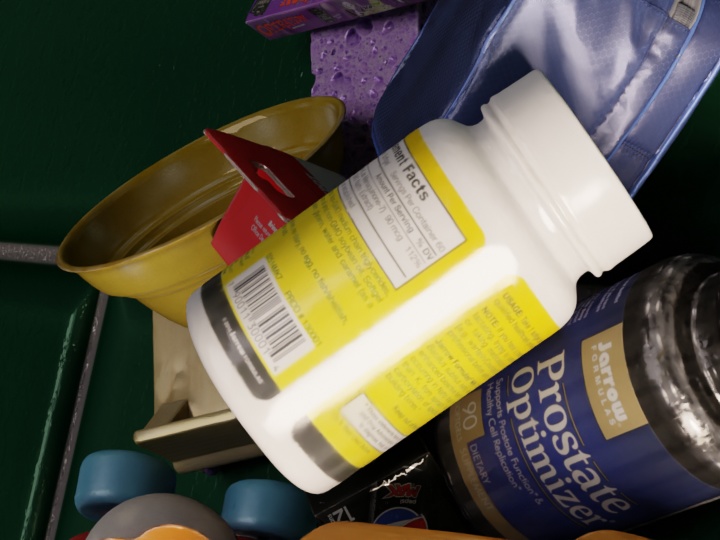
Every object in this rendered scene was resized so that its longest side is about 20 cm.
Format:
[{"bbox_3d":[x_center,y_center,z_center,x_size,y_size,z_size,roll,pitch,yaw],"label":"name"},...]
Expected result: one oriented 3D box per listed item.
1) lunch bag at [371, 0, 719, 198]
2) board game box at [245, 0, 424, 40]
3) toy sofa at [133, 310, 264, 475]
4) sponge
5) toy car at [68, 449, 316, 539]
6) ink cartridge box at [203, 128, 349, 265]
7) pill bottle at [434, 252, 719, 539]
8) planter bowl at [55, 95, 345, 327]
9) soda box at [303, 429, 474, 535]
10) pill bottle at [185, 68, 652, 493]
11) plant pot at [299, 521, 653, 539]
[{"bbox_3d":[0.101,-0.093,0.914,0.201,0.132,0.136,-58,16,20],"label":"lunch bag"},{"bbox_3d":[0.004,-0.217,1.138,0.199,0.032,0.121,-2,64,58],"label":"board game box"},{"bbox_3d":[-0.096,0.032,1.185,0.082,0.098,0.202,-15,63,22],"label":"toy sofa"},{"bbox_3d":[0.011,-0.099,1.121,0.111,0.030,0.202,-25,58,45],"label":"sponge"},{"bbox_3d":[-0.096,0.185,0.987,0.200,0.175,0.186,119,162,-64],"label":"toy car"},{"bbox_3d":[0.000,0.000,0.955,0.068,0.199,0.116,-60,38,14],"label":"ink cartridge box"},{"bbox_3d":[0.138,0.059,0.828,0.199,0.111,0.113,-31,54,43],"label":"pill bottle"},{"bbox_3d":[-0.080,-0.022,1.075,0.199,0.084,0.201,-26,19,9],"label":"planter bowl"},{"bbox_3d":[0.001,0.104,0.958,0.070,0.064,0.200,-29,18,-2],"label":"soda box"},{"bbox_3d":[0.028,0.003,0.813,0.199,0.114,0.115,-35,46,6],"label":"pill bottle"},{"bbox_3d":[0.047,0.199,0.775,0.182,0.200,0.202,15,88,31],"label":"plant pot"}]
